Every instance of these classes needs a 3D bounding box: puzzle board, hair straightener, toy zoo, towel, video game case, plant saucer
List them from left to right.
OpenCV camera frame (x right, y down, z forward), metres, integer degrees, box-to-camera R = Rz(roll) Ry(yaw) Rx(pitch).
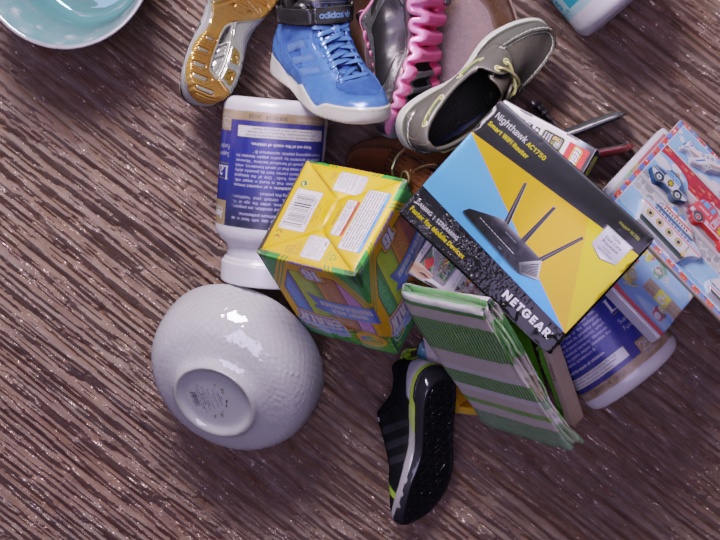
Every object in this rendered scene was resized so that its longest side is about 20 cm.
[{"bbox_3d":[0.073,-0.246,1.396,0.199,0.037,0.202,1,97,7],"label":"plant saucer"},{"bbox_3d":[0.136,0.098,1.379,0.199,0.020,0.132,-1,117,47],"label":"toy zoo"},{"bbox_3d":[0.129,0.096,1.298,0.023,0.152,0.200,-46,118,-21],"label":"towel"},{"bbox_3d":[0.190,-0.145,1.395,0.199,0.041,0.077,-12,95,14],"label":"hair straightener"},{"bbox_3d":[0.308,-0.040,1.334,0.143,0.017,0.200,46,61,0],"label":"video game case"},{"bbox_3d":[0.366,-0.045,1.340,0.200,0.017,0.151,45,60,1],"label":"puzzle board"}]

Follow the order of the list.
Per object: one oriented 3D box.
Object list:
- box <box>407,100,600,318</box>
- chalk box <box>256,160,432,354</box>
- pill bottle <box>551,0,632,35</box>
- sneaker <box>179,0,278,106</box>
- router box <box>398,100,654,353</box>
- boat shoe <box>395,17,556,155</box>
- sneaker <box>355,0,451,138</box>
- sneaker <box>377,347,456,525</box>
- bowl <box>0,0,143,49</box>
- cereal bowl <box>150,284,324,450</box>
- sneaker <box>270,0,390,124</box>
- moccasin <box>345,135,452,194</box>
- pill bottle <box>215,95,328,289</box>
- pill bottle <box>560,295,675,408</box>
[{"bbox_3d":[0.144,-0.057,1.296,0.110,0.035,0.201,30,92,16],"label":"box"},{"bbox_3d":[0.000,0.000,1.357,0.123,0.200,0.125,13,63,29],"label":"chalk box"},{"bbox_3d":[0.210,-0.350,1.327,0.111,0.111,0.200,-39,89,10],"label":"pill bottle"},{"bbox_3d":[-0.149,-0.271,1.407,0.075,0.088,0.201,30,77,-17],"label":"sneaker"},{"bbox_3d":[0.159,-0.041,1.243,0.200,0.051,0.149,43,94,12],"label":"router box"},{"bbox_3d":[0.129,-0.187,1.326,0.201,0.060,0.072,-38,118,-10],"label":"boat shoe"},{"bbox_3d":[0.036,-0.242,1.358,0.095,0.079,0.201,15,99,29],"label":"sneaker"},{"bbox_3d":[0.057,0.184,1.444,0.083,0.071,0.201,25,113,43],"label":"sneaker"},{"bbox_3d":[-0.306,-0.339,1.404,0.200,0.105,0.202,1,96,9],"label":"bowl"},{"bbox_3d":[-0.143,0.120,1.405,0.199,0.083,0.201,10,126,14],"label":"cereal bowl"},{"bbox_3d":[-0.031,-0.231,1.334,0.076,0.200,0.112,-8,121,-27],"label":"sneaker"},{"bbox_3d":[0.072,-0.088,1.379,0.201,0.078,0.074,24,136,16],"label":"moccasin"},{"bbox_3d":[-0.098,-0.085,1.398,0.115,0.116,0.201,6,97,7],"label":"pill bottle"},{"bbox_3d":[0.227,0.035,1.356,0.116,0.116,0.200,-39,86,10],"label":"pill bottle"}]
